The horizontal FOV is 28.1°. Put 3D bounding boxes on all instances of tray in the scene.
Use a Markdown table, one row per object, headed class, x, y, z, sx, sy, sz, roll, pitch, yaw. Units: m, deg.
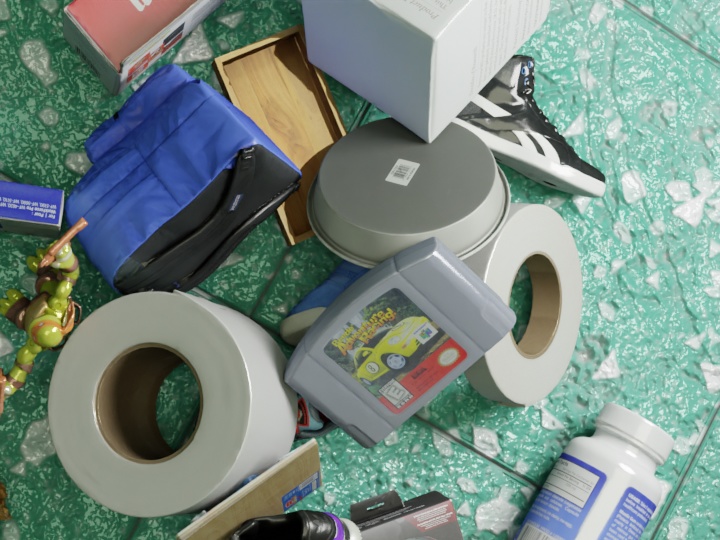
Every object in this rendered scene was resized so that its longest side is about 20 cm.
| class | x | y | z | sx | sy | sz | roll | pitch | yaw |
| --- | --- | --- | --- | --- | --- | --- | --- | --- | --- |
| tray | -0.067 | -0.137 | 1.461 | 0.098 | 0.037 | 0.202 | -23 | 92 | -11 |

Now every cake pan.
| class | x | y | z | sx | sy | sz | roll | pitch | yaw |
| --- | --- | --- | --- | --- | --- | --- | --- | --- | --- |
| cake pan | 0.045 | -0.081 | 1.381 | 0.198 | 0.201 | 0.037 | -18 | 136 | -12 |

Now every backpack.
| class | x | y | z | sx | sy | sz | roll | pitch | yaw |
| --- | --- | --- | --- | --- | --- | --- | --- | --- | --- |
| backpack | -0.181 | -0.077 | 1.370 | 0.200 | 0.162 | 0.168 | -46 | 66 | 5 |

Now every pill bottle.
| class | x | y | z | sx | sy | sz | roll | pitch | yaw |
| --- | --- | --- | --- | --- | --- | --- | --- | --- | --- |
| pill bottle | 0.240 | 0.243 | 1.477 | 0.112 | 0.112 | 0.201 | 33 | 82 | -9 |

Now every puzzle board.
| class | x | y | z | sx | sy | sz | roll | pitch | yaw |
| --- | --- | --- | --- | --- | --- | --- | --- | --- | --- |
| puzzle board | -0.103 | 0.224 | 1.366 | 0.150 | 0.200 | 0.017 | -35 | 75 | -11 |

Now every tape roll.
| class | x | y | z | sx | sy | sz | roll | pitch | yaw |
| --- | --- | --- | --- | --- | --- | --- | --- | --- | --- |
| tape roll | 0.161 | 0.034 | 1.443 | 0.202 | 0.037 | 0.205 | -7 | 98 | -53 |
| tape roll | -0.172 | 0.127 | 1.342 | 0.200 | 0.139 | 0.205 | -2 | 81 | 15 |

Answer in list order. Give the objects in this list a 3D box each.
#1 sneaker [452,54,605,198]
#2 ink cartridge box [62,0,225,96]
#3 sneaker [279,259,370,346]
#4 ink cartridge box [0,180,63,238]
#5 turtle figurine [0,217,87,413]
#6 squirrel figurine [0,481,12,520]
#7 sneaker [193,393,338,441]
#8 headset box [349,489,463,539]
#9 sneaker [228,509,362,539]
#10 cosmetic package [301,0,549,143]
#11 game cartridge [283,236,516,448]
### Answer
| class | x | y | z | sx | sy | sz | roll | pitch | yaw |
| --- | --- | --- | --- | --- | --- | --- | --- | --- | --- |
| sneaker | 0.181 | -0.160 | 1.494 | 0.198 | 0.073 | 0.113 | 23 | 85 | -9 |
| ink cartridge box | -0.182 | -0.272 | 1.368 | 0.200 | 0.175 | 0.084 | -43 | 97 | -10 |
| sneaker | 0.001 | 0.000 | 1.433 | 0.076 | 0.199 | 0.112 | 26 | 48 | -45 |
| ink cartridge box | -0.323 | -0.058 | 1.320 | 0.098 | 0.200 | 0.040 | 8 | 87 | -13 |
| turtle figurine | -0.290 | 0.032 | 1.336 | 0.064 | 0.161 | 0.202 | 19 | 100 | -21 |
| squirrel figurine | -0.426 | 0.190 | 1.344 | 0.200 | 0.141 | 0.188 | 39 | 70 | -22 |
| sneaker | -0.069 | 0.132 | 1.421 | 0.198 | 0.095 | 0.080 | -18 | 92 | -12 |
| headset box | 0.039 | 0.324 | 1.450 | 0.147 | 0.075 | 0.202 | -17 | 92 | -11 |
| sneaker | -0.105 | 0.277 | 1.375 | 0.199 | 0.099 | 0.070 | -31 | 54 | 21 |
| cosmetic package | 0.066 | -0.274 | 1.384 | 0.167 | 0.167 | 0.200 | 36 | 68 | 19 |
| game cartridge | 0.030 | 0.066 | 1.336 | 0.200 | 0.041 | 0.133 | -42 | 110 | 17 |
